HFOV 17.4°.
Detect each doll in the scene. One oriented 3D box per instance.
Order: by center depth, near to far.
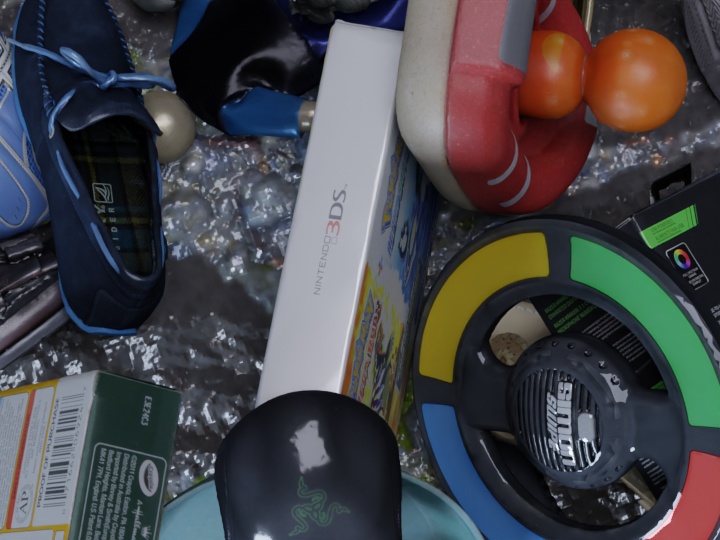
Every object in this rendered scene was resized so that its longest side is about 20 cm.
[{"bbox_3d":[-0.041,-0.122,1.276,0.199,0.049,0.137,-32,56,-6],"label":"doll"}]

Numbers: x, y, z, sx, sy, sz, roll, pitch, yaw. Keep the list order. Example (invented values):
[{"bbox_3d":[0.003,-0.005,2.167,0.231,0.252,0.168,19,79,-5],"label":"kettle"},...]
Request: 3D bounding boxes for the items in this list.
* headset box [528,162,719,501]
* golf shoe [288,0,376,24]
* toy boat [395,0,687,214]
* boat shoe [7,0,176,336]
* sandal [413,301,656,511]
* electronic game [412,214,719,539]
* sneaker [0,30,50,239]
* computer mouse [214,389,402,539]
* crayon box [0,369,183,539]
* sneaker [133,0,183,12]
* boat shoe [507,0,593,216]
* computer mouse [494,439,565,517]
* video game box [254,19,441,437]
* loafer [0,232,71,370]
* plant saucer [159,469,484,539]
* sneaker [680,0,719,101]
[{"bbox_3d":[0.208,0.038,1.221,0.174,0.093,0.201,-24,79,-43],"label":"headset box"},{"bbox_3d":[-0.021,-0.235,1.241,0.094,0.078,0.201,-19,90,-4],"label":"golf shoe"},{"bbox_3d":[0.097,-0.096,1.162,0.130,0.200,0.131,7,82,12],"label":"toy boat"},{"bbox_3d":[-0.125,-0.068,1.207,0.084,0.069,0.201,-7,69,-31],"label":"boat shoe"},{"bbox_3d":[0.129,0.072,1.251,0.211,0.070,0.078,33,75,1],"label":"sandal"},{"bbox_3d":[0.107,0.070,1.169,0.042,0.200,0.201,-21,78,-48],"label":"electronic game"},{"bbox_3d":[-0.214,-0.106,1.260,0.077,0.076,0.201,-6,78,-30],"label":"sneaker"},{"bbox_3d":[-0.014,0.142,1.104,0.138,0.201,0.053,-9,41,-1],"label":"computer mouse"},{"bbox_3d":[-0.163,0.123,1.158,0.051,0.200,0.126,17,74,-30],"label":"crayon box"},{"bbox_3d":[-0.092,-0.240,1.302,0.095,0.079,0.201,4,79,-22],"label":"sneaker"},{"bbox_3d":[0.092,-0.131,1.297,0.073,0.063,0.201,10,77,-5],"label":"boat shoe"},{"bbox_3d":[0.107,0.180,1.242,0.058,0.034,0.201,-28,82,-13],"label":"computer mouse"},{"bbox_3d":[0.000,0.000,1.193,0.047,0.182,0.201,7,76,13],"label":"video game box"},{"bbox_3d":[-0.211,0.027,1.214,0.200,0.072,0.063,-38,108,-11],"label":"loafer"},{"bbox_3d":[-0.033,0.160,1.177,0.199,0.201,0.036,-3,36,-8],"label":"plant saucer"},{"bbox_3d":[0.273,-0.110,1.316,0.112,0.078,0.200,-42,96,-18],"label":"sneaker"}]
